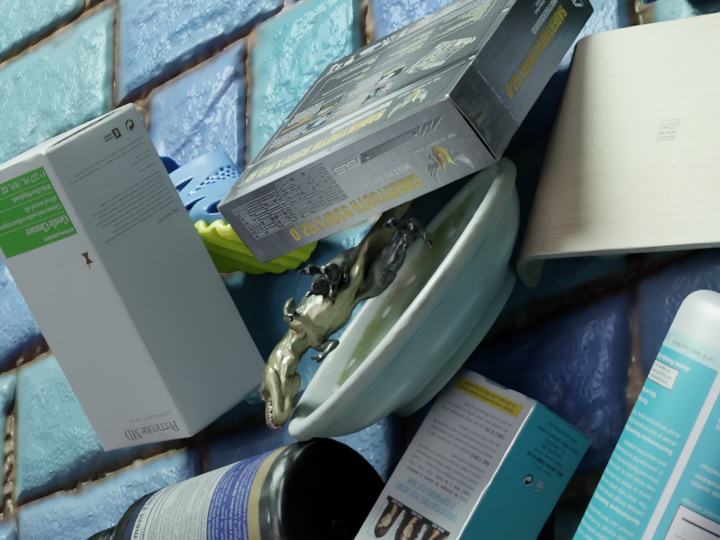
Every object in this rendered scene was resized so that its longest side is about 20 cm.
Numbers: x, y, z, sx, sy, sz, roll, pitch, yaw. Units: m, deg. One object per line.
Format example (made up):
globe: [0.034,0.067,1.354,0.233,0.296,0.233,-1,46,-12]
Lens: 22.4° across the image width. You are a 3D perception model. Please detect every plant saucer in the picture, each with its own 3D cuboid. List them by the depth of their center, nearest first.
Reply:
plant saucer: [0.037,0.028,1.037,0.200,0.050,0.200,-51,5,6]

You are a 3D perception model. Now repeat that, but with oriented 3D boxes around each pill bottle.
pill bottle: [0.167,0.119,0.875,0.111,0.110,0.201,28,94,46]
pill bottle: [-0.081,0.176,1.094,0.199,0.112,0.113,-23,59,37]

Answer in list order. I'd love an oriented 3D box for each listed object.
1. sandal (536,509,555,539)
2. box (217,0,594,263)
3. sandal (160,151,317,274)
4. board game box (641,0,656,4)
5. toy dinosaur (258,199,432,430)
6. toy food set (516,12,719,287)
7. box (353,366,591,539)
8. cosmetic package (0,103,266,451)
sandal: [0.070,0.201,0.982,0.075,0.048,0.202,-23,58,36]
box: [0.026,-0.095,1.075,0.199,0.048,0.159,-23,25,42]
sandal: [-0.103,-0.042,1.231,0.199,0.079,0.088,-2,69,42]
board game box: [0.220,-0.241,0.962,0.199,0.045,0.153,-11,99,41]
toy dinosaur: [0.000,0.000,1.048,0.200,0.047,0.088,-50,-2,-13]
toy food set: [0.181,-0.061,0.981,0.199,0.060,0.144,-4,60,42]
box: [0.039,0.156,0.981,0.201,0.049,0.082,-59,31,-5]
cosmetic package: [-0.154,0.007,1.171,0.107,0.085,0.201,-17,103,48]
